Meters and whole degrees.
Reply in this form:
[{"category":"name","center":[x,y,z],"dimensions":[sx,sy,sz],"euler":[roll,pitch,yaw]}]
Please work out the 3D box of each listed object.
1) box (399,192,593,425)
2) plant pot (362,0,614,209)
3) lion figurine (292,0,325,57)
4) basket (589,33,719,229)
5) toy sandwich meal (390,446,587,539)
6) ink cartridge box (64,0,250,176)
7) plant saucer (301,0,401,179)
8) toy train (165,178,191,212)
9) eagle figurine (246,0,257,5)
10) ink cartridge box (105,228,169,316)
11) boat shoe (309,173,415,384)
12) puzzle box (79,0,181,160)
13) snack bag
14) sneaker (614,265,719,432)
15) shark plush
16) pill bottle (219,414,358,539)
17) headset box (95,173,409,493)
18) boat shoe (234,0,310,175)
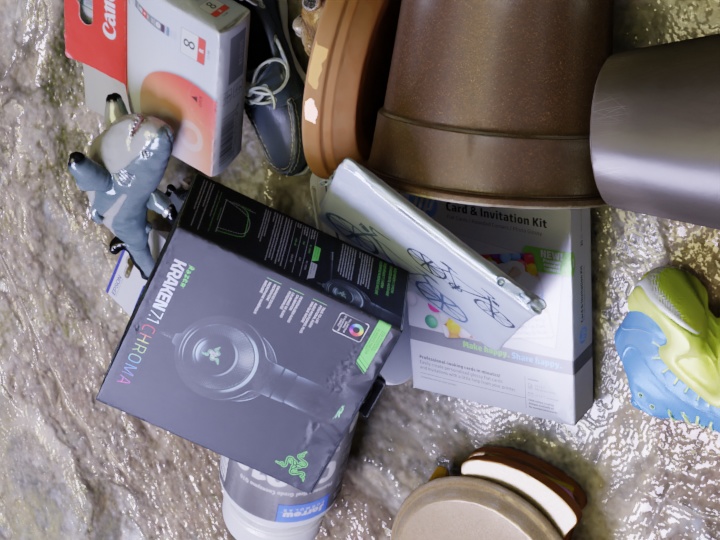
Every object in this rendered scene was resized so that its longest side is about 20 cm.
[{"category":"box","center":[0.112,0.017,1.402],"dimensions":[0.155,0.041,0.202],"euler":[12,120,29]},{"category":"plant pot","center":[0.106,-0.162,1.281],"dimensions":[0.199,0.200,0.200],"euler":[11,104,29]},{"category":"lion figurine","center":[-0.002,-0.258,1.372],"dimensions":[0.072,0.122,0.201],"euler":[39,108,27]},{"category":"basket","center":[0.272,-0.099,1.202],"dimensions":[0.198,0.136,0.182],"euler":[4,81,28]},{"category":"toy sandwich meal","center":[0.115,0.247,1.482],"dimensions":[0.204,0.070,0.207],"euler":[14,118,28]},{"category":"ink cartridge box","center":[-0.186,-0.190,1.450],"dimensions":[0.199,0.050,0.163],"euler":[28,140,17]},{"category":"plant saucer","center":[0.009,-0.165,1.330],"dimensions":[0.037,0.200,0.202],"euler":[17,115,15]},{"category":"toy train","center":[-0.095,-0.018,1.539],"dimensions":[0.200,0.046,0.034],"euler":[38,131,15]},{"category":"eagle figurine","center":[-0.123,-0.324,1.408],"dimensions":[0.199,0.150,0.153],"euler":[32,110,32]},{"category":"ink cartridge box","center":[-0.151,0.042,1.586],"dimensions":[0.200,0.039,0.100],"euler":[44,125,25]},{"category":"boat shoe","center":[0.000,0.000,1.477],"dimensions":[0.070,0.071,0.202],"euler":[2,111,58]},{"category":"puzzle box","center":[-0.189,-0.198,1.509],"dimensions":[0.133,0.025,0.201],"euler":[30,140,22]},{"category":"snack bag","center":[0.048,-0.014,1.299],"dimensions":[0.188,0.200,0.021],"euler":[38,78,2]},{"category":"sneaker","center":[0.274,0.093,1.329],"dimensions":[0.200,0.075,0.105],"euler":[52,138,16]},{"category":"shark plush","center":[-0.197,-0.056,1.497],"dimensions":[0.083,0.091,0.201],"euler":[14,128,12]},{"category":"pill bottle","center":[-0.065,0.153,1.515],"dimensions":[0.113,0.114,0.201],"euler":[32,137,20]},{"category":"headset box","center":[-0.076,0.054,1.323],"dimensions":[0.199,0.093,0.175],"euler":[25,118,-9]},{"category":"boat shoe","center":[-0.085,-0.175,1.467],"dimensions":[0.074,0.062,0.202],"euler":[-1,105,34]}]
